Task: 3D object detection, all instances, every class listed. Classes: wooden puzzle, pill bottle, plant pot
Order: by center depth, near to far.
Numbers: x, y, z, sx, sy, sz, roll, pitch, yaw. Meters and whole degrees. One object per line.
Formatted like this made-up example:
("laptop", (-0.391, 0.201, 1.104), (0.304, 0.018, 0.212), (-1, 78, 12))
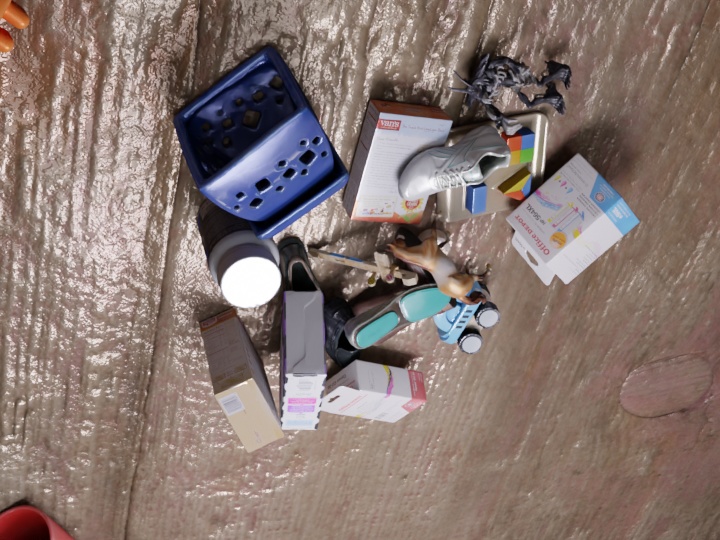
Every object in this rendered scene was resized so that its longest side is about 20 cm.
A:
("plant pot", (-0.141, -0.181, 1.409), (0.200, 0.200, 0.180), (-35, 134, 6))
("pill bottle", (-0.193, -0.035, 1.482), (0.113, 0.200, 0.114), (-9, 125, -13))
("wooden puzzle", (0.235, -0.174, 1.633), (0.199, 0.046, 0.186), (-10, 126, -12))
("plant pot", (-0.614, 0.574, 1.770), (0.200, 0.201, 0.177), (-31, 138, 3))

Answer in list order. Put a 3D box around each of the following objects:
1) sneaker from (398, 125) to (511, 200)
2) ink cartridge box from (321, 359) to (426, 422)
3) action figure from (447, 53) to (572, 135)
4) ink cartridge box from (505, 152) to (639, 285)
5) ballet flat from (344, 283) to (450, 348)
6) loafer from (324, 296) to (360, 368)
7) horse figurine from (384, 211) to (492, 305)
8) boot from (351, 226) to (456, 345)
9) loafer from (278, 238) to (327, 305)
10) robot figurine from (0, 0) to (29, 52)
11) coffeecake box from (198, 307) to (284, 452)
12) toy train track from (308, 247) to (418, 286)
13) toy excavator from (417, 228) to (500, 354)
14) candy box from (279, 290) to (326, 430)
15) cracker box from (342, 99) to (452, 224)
("sneaker", (0.155, -0.168, 1.523), (0.200, 0.080, 0.071), (-29, 133, -3))
("ink cartridge box", (0.013, 0.231, 1.788), (0.199, 0.068, 0.116), (14, 143, -32))
("action figure", (0.250, -0.296, 1.523), (0.199, 0.102, 0.119), (-6, 136, -17))
("ink cartridge box", (0.371, -0.082, 1.671), (0.200, 0.129, 0.125), (-43, 148, 11))
("ballet flat", (0.061, 0.068, 1.621), (0.199, 0.064, 0.068), (-27, 120, -10))
("loafer", (-0.029, 0.129, 1.712), (0.068, 0.070, 0.201), (-31, 146, -15))
("horse figurine", (0.150, -0.009, 1.601), (0.200, 0.133, 0.050), (48, 138, -5))
("boot", (0.048, 0.035, 1.690), (0.199, 0.064, 0.187), (-25, 105, 30))
("loafer", (-0.102, 0.038, 1.650), (0.072, 0.063, 0.201), (-21, 127, -4))
("robot figurine", (-0.529, -0.364, 1.194), (0.200, 0.117, 0.144), (31, 136, -34))
("coffeecake box", (-0.210, 0.190, 1.630), (0.073, 0.200, 0.154), (-23, 127, -1))
("toy train track", (0.000, 0.000, 1.603), (0.199, 0.033, 0.115), (14, 157, 18))
("toy excavator", (0.164, 0.038, 1.733), (0.199, 0.100, 0.195), (20, 115, -19))
("candy box", (-0.104, 0.161, 1.630), (0.071, 0.168, 0.200), (1, 143, -7))
("cracker box", (0.059, -0.180, 1.561), (0.133, 0.058, 0.201), (3, 123, -23))
